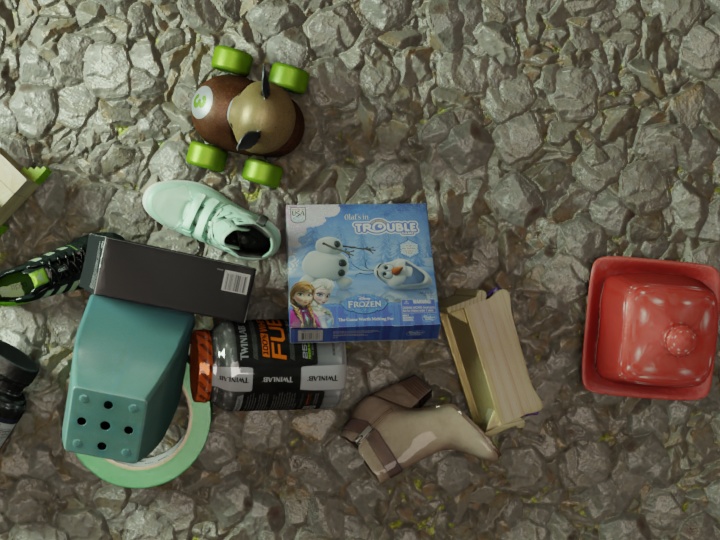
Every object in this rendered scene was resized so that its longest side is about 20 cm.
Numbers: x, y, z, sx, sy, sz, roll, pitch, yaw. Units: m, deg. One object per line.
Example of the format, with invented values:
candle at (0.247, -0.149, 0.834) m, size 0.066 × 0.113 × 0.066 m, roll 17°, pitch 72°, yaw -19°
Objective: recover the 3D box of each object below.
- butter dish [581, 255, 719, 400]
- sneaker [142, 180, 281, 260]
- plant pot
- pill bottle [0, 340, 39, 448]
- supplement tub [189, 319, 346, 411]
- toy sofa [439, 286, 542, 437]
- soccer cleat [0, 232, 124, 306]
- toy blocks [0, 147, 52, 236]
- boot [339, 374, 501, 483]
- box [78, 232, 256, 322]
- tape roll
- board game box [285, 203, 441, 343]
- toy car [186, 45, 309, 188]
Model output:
butter dish at (0.423, 0.088, 1.522) m, size 0.197 × 0.148 × 0.202 m, roll 5°, pitch 94°, yaw -5°
sneaker at (-0.200, -0.070, 1.467) m, size 0.199 × 0.118 × 0.074 m, roll 20°, pitch 94°, yaw -5°
plant pot at (-0.298, 0.146, 1.369) m, size 0.140 × 0.200 × 0.142 m, roll 11°, pitch 112°, yaw -6°
pill bottle at (-0.519, 0.195, 1.461) m, size 0.111 × 0.112 × 0.201 m, roll 33°, pitch 90°, yaw -7°
supplement tub at (-0.126, 0.127, 1.471) m, size 0.198 × 0.122 × 0.124 m, roll 0°, pitch 94°, yaw -17°
toy sofa at (0.174, 0.125, 1.533) m, size 0.097 × 0.083 × 0.202 m, roll -20°, pitch 96°, yaw -17°
soccer cleat at (-0.409, 0.004, 1.471) m, size 0.198 × 0.081 × 0.068 m, roll -21°, pitch 96°, yaw -3°
toy blocks at (-0.533, -0.109, 1.455) m, size 0.137 × 0.100 × 0.200 m, roll 44°, pitch 90°, yaw 4°
boot at (0.074, 0.238, 1.505) m, size 0.146 × 0.070 × 0.200 m, roll -40°, pitch 54°, yaw -18°
box at (-0.255, 0.009, 1.431) m, size 0.198 × 0.141 × 0.080 m, roll 12°, pitch 91°, yaw -22°
tape roll at (-0.305, 0.198, 1.513) m, size 0.198 × 0.048 × 0.202 m, roll 0°, pitch 94°, yaw -6°
board game box at (0.000, 0.000, 1.473) m, size 0.198 × 0.044 × 0.200 m, roll -1°, pitch 55°, yaw -5°
toy car at (-0.147, -0.203, 1.421) m, size 0.156 × 0.200 × 0.166 m, roll 15°, pitch 93°, yaw -6°
